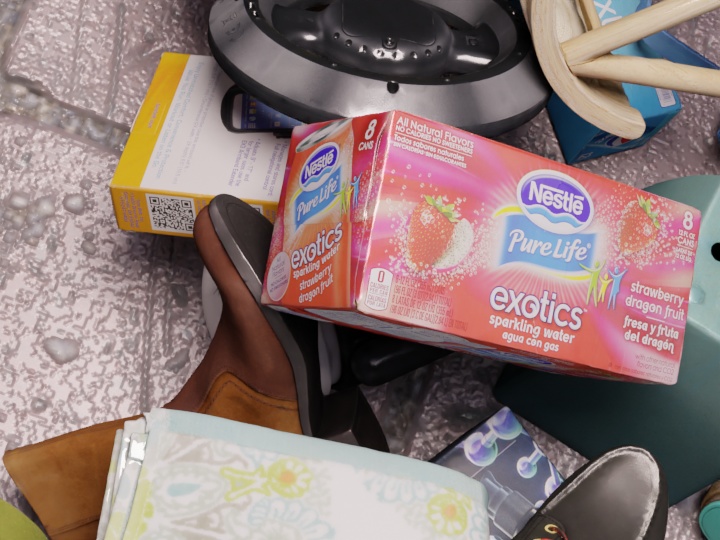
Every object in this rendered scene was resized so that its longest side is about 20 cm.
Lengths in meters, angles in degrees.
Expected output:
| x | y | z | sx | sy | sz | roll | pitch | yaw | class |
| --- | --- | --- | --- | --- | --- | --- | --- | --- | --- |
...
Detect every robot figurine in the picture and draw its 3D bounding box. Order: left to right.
| x | y | z | sx | sy | sz | roll | pitch | yaw | class |
| --- | --- | --- | --- | --- | --- | --- | --- | --- | --- |
| 0.000 | -0.001 | 0.838 | 0.199 | 0.150 | 0.126 | -24 | 92 | -18 | robot figurine |

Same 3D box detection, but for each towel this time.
| x | y | z | sx | sy | sz | roll | pitch | yaw | class |
| --- | --- | --- | --- | --- | --- | --- | --- | --- | --- |
| -0.036 | 0.161 | 0.666 | 0.198 | 0.048 | 0.172 | 12 | 52 | -5 | towel |

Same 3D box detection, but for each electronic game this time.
| x | y | z | sx | sy | sz | roll | pitch | yaw | class |
| --- | --- | --- | --- | --- | --- | --- | --- | --- | --- |
| 0.013 | -0.127 | 0.779 | 0.198 | 0.042 | 0.201 | 7 | 35 | -5 | electronic game |

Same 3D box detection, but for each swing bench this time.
| x | y | z | sx | sy | sz | roll | pitch | yaw | class |
| --- | --- | --- | --- | --- | --- | --- | --- | --- | --- |
| 0.178 | -0.185 | 0.797 | 0.198 | 0.131 | 0.200 | -6 | 43 | 2 | swing bench |

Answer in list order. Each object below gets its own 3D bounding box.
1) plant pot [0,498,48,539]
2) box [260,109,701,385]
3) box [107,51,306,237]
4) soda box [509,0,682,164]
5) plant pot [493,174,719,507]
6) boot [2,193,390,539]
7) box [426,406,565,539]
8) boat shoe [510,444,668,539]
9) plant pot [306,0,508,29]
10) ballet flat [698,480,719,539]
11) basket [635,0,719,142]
| x | y | z | sx | sy | sz | roll | pitch | yaw | class |
| --- | --- | --- | --- | --- | --- | --- | --- | --- | --- |
| -0.246 | 0.213 | 0.711 | 0.186 | 0.187 | 0.201 | 26 | 55 | -3 | plant pot |
| 0.063 | -0.007 | 0.694 | 0.198 | 0.099 | 0.097 | 14 | 83 | -30 | box |
| -0.032 | -0.067 | 0.795 | 0.198 | 0.042 | 0.120 | 8 | 48 | 6 | box |
| 0.148 | -0.183 | 0.955 | 0.064 | 0.068 | 0.202 | -13 | 76 | -16 | soda box |
| 0.195 | 0.034 | 0.829 | 0.141 | 0.200 | 0.142 | 32 | 70 | -1 | plant pot |
| -0.107 | 0.071 | 0.760 | 0.198 | 0.069 | 0.189 | -20 | 117 | 16 | boot |
| 0.079 | 0.208 | 0.802 | 0.148 | 0.107 | 0.201 | -36 | 83 | -18 | box |
| 0.103 | 0.170 | 0.724 | 0.073 | 0.063 | 0.202 | 33 | 67 | 20 | boat shoe |
| 0.009 | -0.224 | 0.926 | 0.199 | 0.093 | 0.203 | 3 | 74 | -11 | plant pot |
| 0.296 | 0.209 | 0.878 | 0.072 | 0.068 | 0.201 | -30 | 77 | -38 | ballet flat |
| 0.289 | -0.158 | 0.933 | 0.200 | 0.139 | 0.177 | 39 | 55 | -5 | basket |
